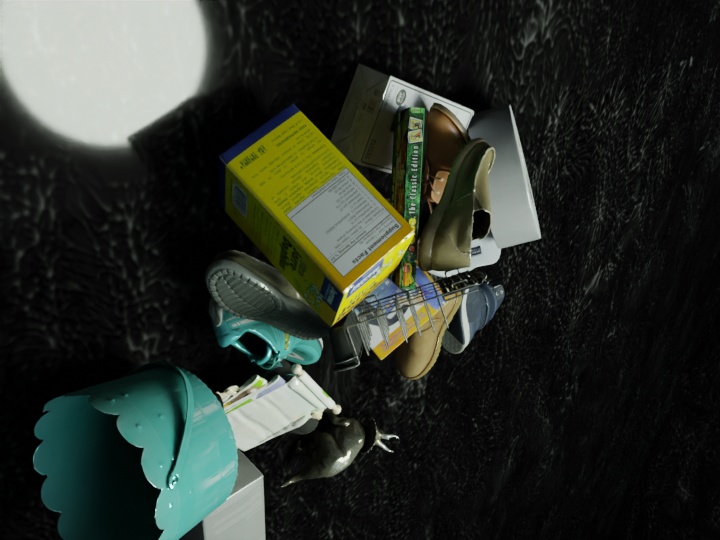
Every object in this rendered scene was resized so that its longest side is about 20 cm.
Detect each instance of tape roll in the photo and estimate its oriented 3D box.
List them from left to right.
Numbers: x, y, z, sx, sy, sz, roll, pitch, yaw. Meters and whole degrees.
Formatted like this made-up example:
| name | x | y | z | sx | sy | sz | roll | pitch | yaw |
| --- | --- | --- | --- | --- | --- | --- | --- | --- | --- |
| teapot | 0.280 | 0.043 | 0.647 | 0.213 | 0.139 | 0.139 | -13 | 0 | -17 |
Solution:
| name | x | y | z | sx | sy | sz | roll | pitch | yaw |
| --- | --- | --- | --- | --- | --- | --- | --- | --- | --- |
| tape roll | 0.213 | -0.138 | 1.118 | 0.200 | 0.065 | 0.204 | -13 | 90 | -75 |

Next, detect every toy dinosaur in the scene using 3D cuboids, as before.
| name | x | y | z | sx | sy | sz | roll | pitch | yaw |
| --- | --- | --- | --- | --- | --- | --- | --- | --- | --- |
| toy dinosaur | -0.041 | 0.276 | 1.191 | 0.199 | 0.102 | 0.078 | -29 | 135 | -35 |

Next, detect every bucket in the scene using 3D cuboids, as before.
| name | x | y | z | sx | sy | sz | roll | pitch | yaw |
| --- | --- | --- | --- | --- | --- | --- | --- | --- | --- |
| bucket | -0.241 | 0.207 | 0.826 | 0.134 | 0.205 | 0.210 | -21 | 131 | -54 |

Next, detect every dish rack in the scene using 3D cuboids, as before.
| name | x | y | z | sx | sy | sz | roll | pitch | yaw |
| --- | --- | --- | --- | --- | --- | --- | --- | --- | --- |
| dish rack | 0.058 | 0.050 | 0.892 | 0.197 | 0.153 | 0.055 | -19 | 96 | 5 |

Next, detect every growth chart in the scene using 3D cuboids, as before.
| name | x | y | z | sx | sy | sz | roll | pitch | yaw |
| --- | --- | --- | --- | --- | --- | --- | --- | --- | --- |
| growth chart | -0.138 | 0.187 | 0.995 | 0.197 | 0.018 | 0.146 | -23 | 135 | 6 |

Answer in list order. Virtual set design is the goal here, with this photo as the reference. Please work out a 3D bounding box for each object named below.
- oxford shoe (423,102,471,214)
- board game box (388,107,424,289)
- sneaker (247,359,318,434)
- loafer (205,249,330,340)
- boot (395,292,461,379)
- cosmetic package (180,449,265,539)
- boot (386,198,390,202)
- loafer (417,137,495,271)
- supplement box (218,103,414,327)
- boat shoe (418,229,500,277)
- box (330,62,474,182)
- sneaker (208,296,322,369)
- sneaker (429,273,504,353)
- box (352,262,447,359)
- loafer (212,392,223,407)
| name | x | y | z | sx | sy | sz | roll | pitch | yaw |
| --- | --- | --- | --- | --- | --- | --- | --- | --- | --- |
| oxford shoe | 0.112 | -0.130 | 1.004 | 0.071 | 0.071 | 0.201 | -39 | 141 | -17 |
| board game box | 0.052 | -0.086 | 0.897 | 0.023 | 0.105 | 0.204 | 2 | 96 | -5 |
| sneaker | -0.098 | 0.193 | 1.084 | 0.075 | 0.079 | 0.201 | -46 | 144 | -15 |
| loafer | -0.106 | 0.022 | 0.904 | 0.074 | 0.071 | 0.199 | -22 | 145 | 27 |
| boot | 0.054 | 0.082 | 1.112 | 0.199 | 0.066 | 0.178 | 7 | 109 | -54 |
| cosmetic package | -0.199 | 0.362 | 1.085 | 0.106 | 0.090 | 0.203 | -24 | 135 | -37 |
| boot | 0.000 | 0.000 | 1.070 | 0.143 | 0.072 | 0.203 | -16 | 130 | -41 |
| loafer | 0.128 | -0.074 | 0.906 | 0.076 | 0.066 | 0.202 | 84 | 28 | -58 |
| supplement box | -0.054 | -0.059 | 0.832 | 0.108 | 0.200 | 0.110 | -39 | 169 | -22 |
| boat shoe | 0.132 | -0.030 | 1.133 | 0.198 | 0.069 | 0.072 | -12 | 97 | -49 |
| box | 0.059 | -0.188 | 1.008 | 0.198 | 0.060 | 0.118 | 3 | 113 | -50 |
| sneaker | -0.121 | 0.091 | 0.969 | 0.077 | 0.081 | 0.199 | -29 | 145 | 24 |
| sneaker | 0.186 | 0.020 | 1.302 | 0.146 | 0.076 | 0.206 | -34 | 130 | -42 |
| box | 0.007 | 0.001 | 0.982 | 0.119 | 0.201 | 0.042 | -40 | -174 | 8 |
| loafer | -0.200 | 0.215 | 0.952 | 0.070 | 0.074 | 0.201 | 4 | 138 | -26 |
